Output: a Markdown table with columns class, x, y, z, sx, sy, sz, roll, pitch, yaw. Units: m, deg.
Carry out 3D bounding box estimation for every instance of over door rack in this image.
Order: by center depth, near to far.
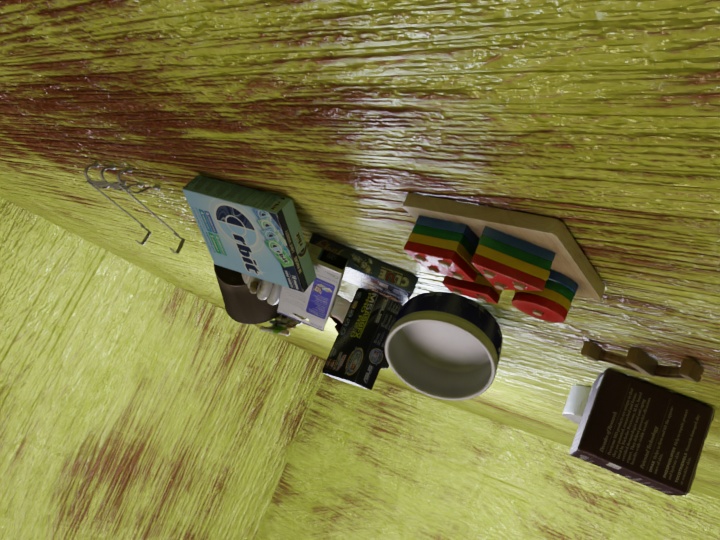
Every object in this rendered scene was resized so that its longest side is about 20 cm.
| class | x | y | z | sx | sy | sz | roll | pitch | yaw |
| --- | --- | --- | --- | --- | --- | --- | --- | --- | --- |
| over door rack | -0.438 | -0.131 | 1.508 | 0.148 | 0.067 | 0.200 | 12 | 144 | 44 |

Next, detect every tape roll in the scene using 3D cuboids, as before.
| class | x | y | z | sx | sy | sz | roll | pitch | yaw |
| --- | --- | --- | --- | --- | --- | --- | --- | --- | --- |
| tape roll | 0.556 | 0.324 | 1.698 | 0.202 | 0.071 | 0.202 | 23 | 170 | 4 |

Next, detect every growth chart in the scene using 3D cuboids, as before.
| class | x | y | z | sx | sy | sz | roll | pitch | yaw |
| --- | --- | --- | --- | --- | --- | --- | --- | --- | --- |
| growth chart | -0.142 | 0.090 | 1.761 | 0.145 | 0.200 | 0.018 | -2 | 121 | 50 |

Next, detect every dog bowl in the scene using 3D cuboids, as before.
| class | x | y | z | sx | sy | sz | roll | pitch | yaw |
| --- | --- | --- | --- | --- | --- | --- | --- | --- | --- |
| dog bowl | 0.149 | 0.135 | 1.357 | 0.200 | 0.079 | 0.200 | 13 | 132 | 14 |

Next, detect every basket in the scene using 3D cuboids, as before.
| class | x | y | z | sx | sy | sz | roll | pitch | yaw |
| --- | --- | --- | --- | --- | --- | --- | --- | --- | --- |
| basket | -0.240 | 0.019 | 1.686 | 0.180 | 0.136 | 0.200 | -22 | 157 | -3 |

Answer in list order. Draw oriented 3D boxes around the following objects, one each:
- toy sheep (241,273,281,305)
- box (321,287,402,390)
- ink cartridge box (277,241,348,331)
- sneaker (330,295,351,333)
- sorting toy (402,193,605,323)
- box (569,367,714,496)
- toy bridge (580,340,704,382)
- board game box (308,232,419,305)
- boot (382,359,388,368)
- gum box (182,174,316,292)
| class | x | y | z | sx | sy | sz | roll | pitch | yaw |
| --- | --- | --- | --- | --- | --- | --- | --- | --- | --- |
| toy sheep | -0.160 | 0.005 | 1.475 | 0.200 | 0.138 | 0.138 | 21 | 169 | -12 |
| box | 0.008 | 0.136 | 1.569 | 0.044 | 0.200 | 0.160 | 28 | 169 | -24 |
| ink cartridge box | -0.088 | 0.029 | 1.357 | 0.099 | 0.039 | 0.200 | 23 | 143 | 1 |
| sneaker | -0.014 | 0.129 | 1.889 | 0.200 | 0.085 | 0.073 | 25 | 167 | -16 |
| sorting toy | 0.168 | -0.005 | 0.926 | 0.199 | 0.070 | 0.200 | 15 | 166 | 36 |
| box | 0.519 | 0.303 | 1.427 | 0.200 | 0.164 | 0.166 | 20 | 169 | 15 |
| toy bridge | 0.441 | 0.145 | 1.194 | 0.067 | 0.027 | 0.200 | 29 | 168 | -33 |
| board game box | 0.000 | 0.000 | 1.375 | 0.200 | 0.035 | 0.135 | 23 | 168 | 2 |
| boot | 0.034 | 0.160 | 1.777 | 0.072 | 0.144 | 0.200 | 18 | 167 | 33 |
| gum box | -0.181 | -0.061 | 1.254 | 0.200 | 0.045 | 0.170 | 16 | 140 | 31 |
